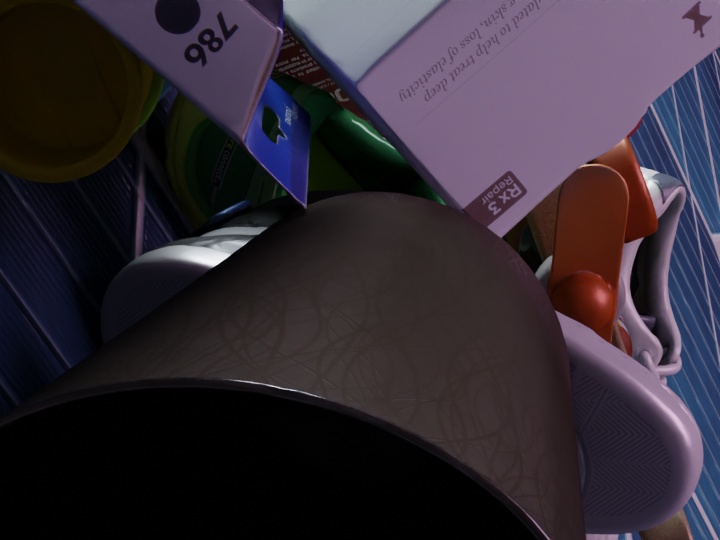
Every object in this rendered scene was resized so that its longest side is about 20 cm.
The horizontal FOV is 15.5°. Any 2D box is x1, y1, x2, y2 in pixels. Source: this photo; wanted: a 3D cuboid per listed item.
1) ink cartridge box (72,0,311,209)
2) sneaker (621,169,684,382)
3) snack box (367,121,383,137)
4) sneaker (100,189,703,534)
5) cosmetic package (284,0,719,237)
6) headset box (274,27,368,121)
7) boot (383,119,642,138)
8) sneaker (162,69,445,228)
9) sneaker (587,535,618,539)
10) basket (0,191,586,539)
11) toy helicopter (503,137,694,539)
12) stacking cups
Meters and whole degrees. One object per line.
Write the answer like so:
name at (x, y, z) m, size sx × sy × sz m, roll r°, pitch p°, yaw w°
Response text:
ink cartridge box at (-0.077, -0.108, 0.784) m, size 0.200 × 0.039 × 0.099 m, roll 42°, pitch 14°, yaw -15°
sneaker at (0.113, 0.046, 1.261) m, size 0.073 × 0.071 × 0.201 m, roll -6°, pitch 103°, yaw -59°
snack box at (0.025, -0.089, 1.258) m, size 0.200 × 0.053 × 0.143 m, roll 52°, pitch 32°, yaw -52°
sneaker at (0.027, 0.017, 0.862) m, size 0.112 × 0.199 × 0.073 m, roll -42°, pitch 145°, yaw -60°
cosmetic package at (0.031, -0.101, 0.896) m, size 0.081 × 0.113 × 0.200 m, roll 48°, pitch 0°, yaw -27°
headset box at (-0.044, -0.156, 1.062) m, size 0.149 × 0.077 × 0.200 m, roll -91°, pitch 156°, yaw -48°
boot at (0.067, -0.007, 1.180) m, size 0.200 × 0.072 × 0.145 m, roll -32°, pitch 121°, yaw -46°
sneaker at (0.000, 0.000, 0.994) m, size 0.074 × 0.083 × 0.200 m, roll -59°, pitch 135°, yaw -20°
sneaker at (0.026, 0.101, 1.021) m, size 0.200 × 0.082 × 0.074 m, roll 15°, pitch 63°, yaw -58°
basket at (-0.014, 0.060, 0.708) m, size 0.200 × 0.180 × 0.136 m, roll -58°, pitch 149°, yaw -69°
toy helicopter at (0.095, 0.033, 1.017) m, size 0.132 × 0.079 × 0.201 m, roll 59°, pitch 12°, yaw -82°
stacking cups at (-0.086, -0.080, 0.882) m, size 0.200 × 0.060 × 0.061 m, roll -72°, pitch 141°, yaw -74°
